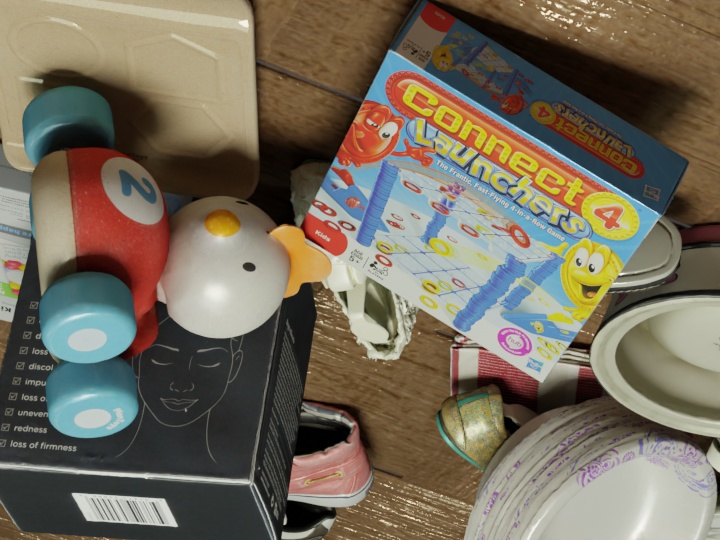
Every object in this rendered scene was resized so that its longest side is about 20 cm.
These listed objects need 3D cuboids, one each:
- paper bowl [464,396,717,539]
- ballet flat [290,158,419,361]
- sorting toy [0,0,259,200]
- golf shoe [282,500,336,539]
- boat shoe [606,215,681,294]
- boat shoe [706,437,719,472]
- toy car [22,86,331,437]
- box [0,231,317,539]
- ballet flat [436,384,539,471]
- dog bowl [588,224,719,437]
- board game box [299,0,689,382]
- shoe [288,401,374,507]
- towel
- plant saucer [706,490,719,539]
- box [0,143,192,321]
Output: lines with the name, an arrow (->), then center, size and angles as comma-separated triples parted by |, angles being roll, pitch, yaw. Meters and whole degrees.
paper bowl -> 0.169, 0.186, 1.733 | 0.104, 0.201, 0.201 | 43, 176, 44
ballet flat -> 0.000, 0.000, 1.619 | 0.071, 0.072, 0.200 | -2, 146, 21
sorting toy -> -0.158, -0.129, 1.493 | 0.184, 0.037, 0.201 | 9, 145, 4
golf shoe -> -0.113, 0.200, 1.982 | 0.199, 0.078, 0.094 | 17, 146, -30
boat shoe -> 0.129, -0.010, 1.552 | 0.199, 0.074, 0.060 | 1, 148, 21
boat shoe -> 0.364, 0.134, 1.711 | 0.200, 0.072, 0.061 | 7, 113, -20
toy car -> -0.117, -0.012, 1.486 | 0.198, 0.185, 0.177 | -5, 145, -9
box -> -0.146, 0.081, 1.593 | 0.198, 0.198, 0.124 | 3, 151, 10
ballet flat -> 0.134, 0.149, 1.794 | 0.070, 0.071, 0.200 | -10, 146, 31
dog bowl -> 0.265, 0.042, 1.592 | 0.199, 0.074, 0.201 | 9, 149, 5
board game box -> 0.080, -0.047, 1.445 | 0.199, 0.056, 0.196 | 31, 140, 2
shoe -> -0.090, 0.152, 1.899 | 0.198, 0.072, 0.091 | 2, 144, 10
towel -> 0.170, 0.099, 1.769 | 0.198, 0.023, 0.144 | 9, 151, 7
plant saucer -> 0.331, 0.232, 1.904 | 0.199, 0.051, 0.201 | 9, 149, 5
box -> -0.214, -0.013, 1.689 | 0.155, 0.041, 0.200 | 13, 150, -5
